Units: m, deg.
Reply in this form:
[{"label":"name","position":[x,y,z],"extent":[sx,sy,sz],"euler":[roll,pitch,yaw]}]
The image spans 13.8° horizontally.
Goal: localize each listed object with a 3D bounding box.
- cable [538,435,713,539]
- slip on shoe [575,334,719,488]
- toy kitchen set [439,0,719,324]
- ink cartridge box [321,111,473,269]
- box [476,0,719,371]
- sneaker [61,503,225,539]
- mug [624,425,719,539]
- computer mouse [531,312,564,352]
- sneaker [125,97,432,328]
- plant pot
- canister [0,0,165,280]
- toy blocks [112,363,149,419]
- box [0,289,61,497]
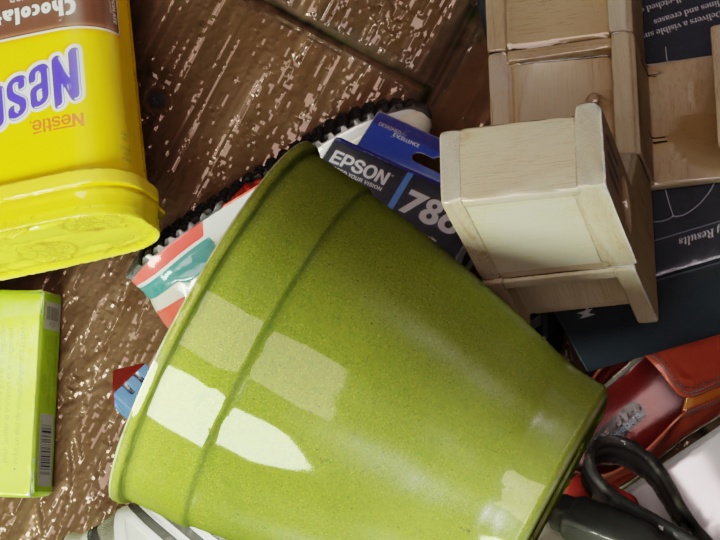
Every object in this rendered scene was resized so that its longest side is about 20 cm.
[{"label":"cable","position":[0.162,0.150,1.500],"extent":[0.199,0.050,0.097],"euler":[25,52,22]},{"label":"slip on shoe","position":[0.180,0.052,1.659],"extent":[0.200,0.061,0.074],"euler":[-43,79,3]},{"label":"toy kitchen set","position":[0.135,-0.097,1.481],"extent":[0.162,0.181,0.201],"euler":[-7,67,12]},{"label":"ink cartridge box","position":[0.000,0.000,1.598],"extent":[0.099,0.039,0.200],"euler":[23,66,18]},{"label":"box","position":[0.162,-0.069,1.620],"extent":[0.148,0.107,0.201],"euler":[-16,65,9]},{"label":"sneaker","position":[-0.077,0.211,1.643],"extent":[0.115,0.076,0.201],"euler":[-30,79,9]},{"label":"mug","position":[0.199,0.188,1.602],"extent":[0.200,0.148,0.176],"euler":[-35,85,5]},{"label":"computer mouse","position":[0.096,0.083,1.645],"extent":[0.059,0.034,0.201],"euler":[-33,45,44]},{"label":"sneaker","position":[-0.032,-0.019,1.706],"extent":[0.199,0.070,0.094],"euler":[-32,99,4]},{"label":"plant pot","position":[0.010,0.071,1.448],"extent":[0.192,0.200,0.201],"euler":[29,91,7]},{"label":"canister","position":[-0.197,-0.106,1.706],"extent":[0.148,0.087,0.201],"euler":[-12,73,15]},{"label":"toy blocks","position":[-0.043,0.062,1.633],"extent":[0.137,0.100,0.200],"euler":[42,74,12]},{"label":"box","position":[-0.279,0.070,1.744],"extent":[0.199,0.048,0.123],"euler":[2,86,10]}]
